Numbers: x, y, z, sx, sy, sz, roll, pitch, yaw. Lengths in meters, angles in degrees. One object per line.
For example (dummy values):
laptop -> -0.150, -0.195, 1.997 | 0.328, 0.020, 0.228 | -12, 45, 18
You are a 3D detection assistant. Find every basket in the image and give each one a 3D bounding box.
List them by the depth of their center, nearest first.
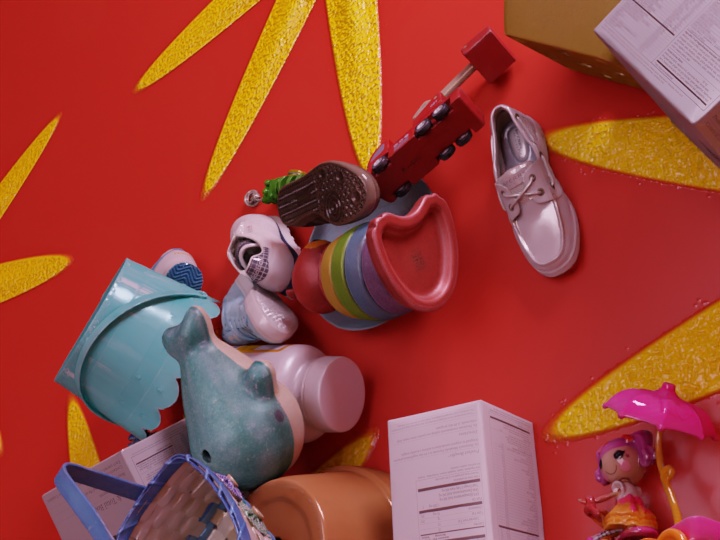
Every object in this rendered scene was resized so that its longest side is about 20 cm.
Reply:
basket -> -0.173, 0.250, 0.880 | 0.176, 0.199, 0.140 | 37, 97, 42

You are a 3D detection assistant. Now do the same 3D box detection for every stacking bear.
stacking bear -> 0.000, 0.000, 1.042 | 0.199, 0.121, 0.115 | -11, 100, 48

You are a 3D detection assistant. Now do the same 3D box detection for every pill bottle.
pill bottle -> -0.095, 0.143, 1.111 | 0.198, 0.111, 0.113 | -5, 69, 39

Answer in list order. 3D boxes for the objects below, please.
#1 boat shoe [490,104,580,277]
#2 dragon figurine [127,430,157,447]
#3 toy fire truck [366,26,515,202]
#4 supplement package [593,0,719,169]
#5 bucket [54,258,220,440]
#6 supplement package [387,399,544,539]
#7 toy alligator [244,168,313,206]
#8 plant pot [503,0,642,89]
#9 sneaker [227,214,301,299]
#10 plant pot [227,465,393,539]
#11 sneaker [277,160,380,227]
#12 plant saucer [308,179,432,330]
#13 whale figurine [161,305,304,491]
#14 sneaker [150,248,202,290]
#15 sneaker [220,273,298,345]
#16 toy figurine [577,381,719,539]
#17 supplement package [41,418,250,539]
boat shoe -> 0.172, -0.087, 1.007 | 0.070, 0.069, 0.202 | -30, 55, 26
dragon figurine -> -0.232, 0.247, 1.220 | 0.198, 0.059, 0.101 | -10, 66, 39
toy fire truck -> 0.089, -0.177, 1.086 | 0.199, 0.049, 0.142 | -39, 21, 23
supplement package -> 0.349, -0.199, 0.820 | 0.200, 0.190, 0.148 | -46, 50, 17
bucket -> -0.283, 0.095, 1.208 | 0.208, 0.134, 0.208 | -54, 15, 21
supplement package -> 0.102, 0.241, 0.901 | 0.108, 0.113, 0.203 | -18, 61, 32
toy alligator -> -0.100, -0.104, 1.256 | 0.198, 0.054, 0.060 | 2, 73, 41
plant pot -> 0.255, -0.288, 0.947 | 0.199, 0.198, 0.179 | 28, 102, 43
sneaker -> -0.136, -0.032, 1.221 | 0.200, 0.080, 0.077 | 37, 110, 58
plant pot -> -0.043, 0.294, 0.986 | 0.198, 0.139, 0.203 | -17, 62, 34
sneaker -> -0.022, -0.088, 1.082 | 0.199, 0.075, 0.072 | 1, 99, 58
plant saucer -> 0.020, -0.023, 1.131 | 0.199, 0.039, 0.204 | -16, 63, 35
whale figurine -> -0.150, 0.141, 1.007 | 0.159, 0.103, 0.201 | -35, 89, 41
sneaker -> -0.290, 0.062, 1.345 | 0.201, 0.076, 0.081 | -54, 30, 9
sneaker -> -0.131, 0.066, 1.173 | 0.083, 0.073, 0.200 | -57, 17, 4
toy figurine -> 0.244, 0.194, 0.818 | 0.200, 0.148, 0.186 | -47, 29, 47
supplement package -> -0.220, 0.292, 1.073 | 0.151, 0.150, 0.202 | -30, 85, 30
